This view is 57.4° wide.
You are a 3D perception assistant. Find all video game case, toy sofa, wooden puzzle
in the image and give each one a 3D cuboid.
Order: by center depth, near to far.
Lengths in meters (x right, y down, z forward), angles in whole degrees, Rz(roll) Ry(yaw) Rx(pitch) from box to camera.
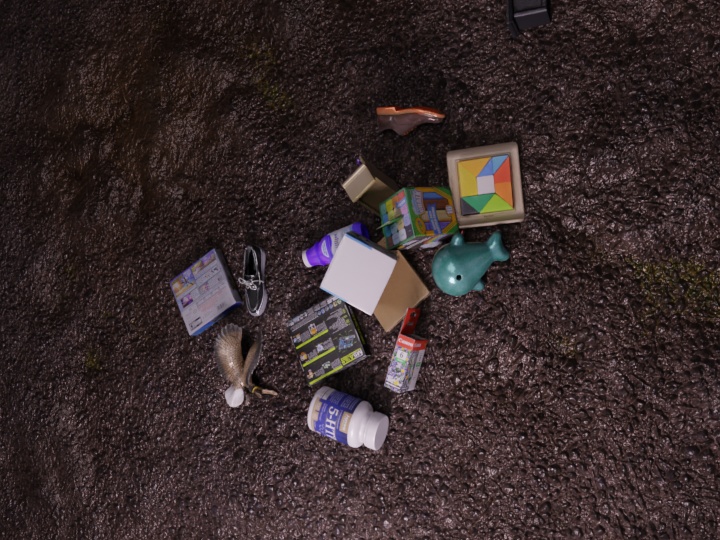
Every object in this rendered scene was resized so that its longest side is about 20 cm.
[{"bbox_3d":[0.311,-0.214,1.645,0.179,0.037,0.207,-6,82,13],"label":"wooden puzzle"},{"bbox_3d":[0.038,-0.203,1.699,0.083,0.198,0.099,-41,56,16],"label":"toy sofa"},{"bbox_3d":[-0.471,0.066,2.000,0.197,0.045,0.185,-32,74,19],"label":"video game case"}]

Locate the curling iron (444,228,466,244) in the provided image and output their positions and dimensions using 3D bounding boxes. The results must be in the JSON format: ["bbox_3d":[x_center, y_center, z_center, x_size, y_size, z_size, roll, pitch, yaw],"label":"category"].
[{"bbox_3d":[0.268,-0.144,1.681,0.049,0.025,0.204,29,98,22],"label":"curling iron"}]

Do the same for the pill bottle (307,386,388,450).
[{"bbox_3d":[-0.030,0.392,1.725,0.195,0.119,0.124,14,91,25],"label":"pill bottle"}]

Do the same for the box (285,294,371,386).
[{"bbox_3d":[-0.091,0.187,1.813,0.197,0.047,0.198,-30,76,19],"label":"box"}]

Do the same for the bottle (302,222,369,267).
[{"bbox_3d":[-0.069,-0.063,1.811,0.195,0.065,0.086,-19,79,22],"label":"bottle"}]

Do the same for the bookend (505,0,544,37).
[{"bbox_3d":[0.456,-0.701,1.605,0.193,0.092,0.208,-2,86,25],"label":"bookend"}]

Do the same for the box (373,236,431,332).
[{"bbox_3d":[0.073,0.033,1.760,0.163,0.021,0.202,-42,70,16],"label":"box"}]

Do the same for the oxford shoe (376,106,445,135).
[{"bbox_3d":[0.135,-0.398,1.754,0.195,0.071,0.075,9,109,30],"label":"oxford shoe"}]

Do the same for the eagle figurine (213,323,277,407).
[{"bbox_3d":[-0.330,0.266,1.863,0.147,0.205,0.152,-15,33,-9],"label":"eagle figurine"}]

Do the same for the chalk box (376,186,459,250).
[{"bbox_3d":[0.128,-0.128,1.635,0.124,0.195,0.128,-25,73,53],"label":"chalk box"}]

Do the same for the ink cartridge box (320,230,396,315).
[{"bbox_3d":[0.000,0.000,1.655,0.144,0.200,0.149,27,96,0],"label":"ink cartridge box"}]

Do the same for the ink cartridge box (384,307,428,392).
[{"bbox_3d":[0.127,0.202,1.672,0.049,0.108,0.206,18,93,24],"label":"ink cartridge box"}]

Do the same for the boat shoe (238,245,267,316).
[{"bbox_3d":[-0.313,0.029,1.917,0.071,0.068,0.207,3,87,25],"label":"boat shoe"}]

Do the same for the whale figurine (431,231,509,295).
[{"bbox_3d":[0.270,-0.016,1.616,0.195,0.104,0.162,-24,106,12],"label":"whale figurine"}]
